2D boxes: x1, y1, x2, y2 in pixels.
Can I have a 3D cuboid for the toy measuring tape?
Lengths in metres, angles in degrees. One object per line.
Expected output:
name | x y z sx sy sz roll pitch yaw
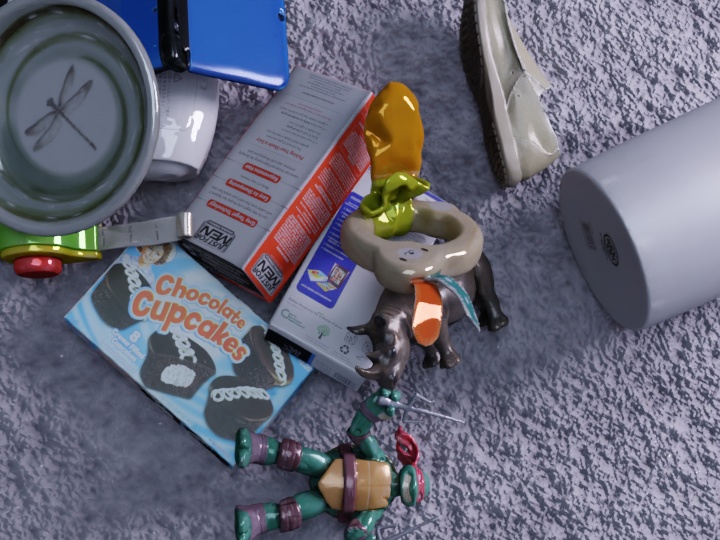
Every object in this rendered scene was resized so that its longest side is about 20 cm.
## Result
toy measuring tape | -0.247 -0.033 1.090 0.197 0.074 0.075 -6 75 14

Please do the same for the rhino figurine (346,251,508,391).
rhino figurine | 0.055 0.041 1.089 0.199 0.059 0.088 -33 101 -42

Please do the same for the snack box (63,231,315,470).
snack box | -0.151 0.066 1.118 0.199 0.037 0.116 40 74 5

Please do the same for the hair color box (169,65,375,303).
hair color box | -0.069 -0.081 1.133 0.101 0.061 0.201 25 71 36

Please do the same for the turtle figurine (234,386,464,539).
turtle figurine | -0.008 0.183 1.072 0.197 0.101 0.152 0 69 -10

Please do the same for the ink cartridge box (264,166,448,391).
ink cartridge box | 0.000 0.000 1.139 0.099 0.039 0.201 29 62 1

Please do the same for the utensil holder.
utensil holder | 0.303 -0.056 1.134 0.198 0.170 0.172 -24 79 -10

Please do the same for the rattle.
rattle | 0.054 -0.049 1.035 0.128 0.201 0.145 18 112 -8

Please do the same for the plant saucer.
plant saucer | -0.252 -0.130 1.060 0.197 0.050 0.204 0 91 16

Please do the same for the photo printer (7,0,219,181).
photo printer | -0.228 -0.166 1.153 0.197 0.070 0.169 2 74 -6

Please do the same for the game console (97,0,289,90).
game console | -0.169 -0.252 1.140 0.168 0.118 0.203 -12 71 22

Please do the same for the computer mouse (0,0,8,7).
computer mouse | -0.341 -0.298 1.188 0.197 0.053 0.141 -6 74 3

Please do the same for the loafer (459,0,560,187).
loafer | 0.143 -0.181 1.200 0.067 0.076 0.203 -10 86 -10
